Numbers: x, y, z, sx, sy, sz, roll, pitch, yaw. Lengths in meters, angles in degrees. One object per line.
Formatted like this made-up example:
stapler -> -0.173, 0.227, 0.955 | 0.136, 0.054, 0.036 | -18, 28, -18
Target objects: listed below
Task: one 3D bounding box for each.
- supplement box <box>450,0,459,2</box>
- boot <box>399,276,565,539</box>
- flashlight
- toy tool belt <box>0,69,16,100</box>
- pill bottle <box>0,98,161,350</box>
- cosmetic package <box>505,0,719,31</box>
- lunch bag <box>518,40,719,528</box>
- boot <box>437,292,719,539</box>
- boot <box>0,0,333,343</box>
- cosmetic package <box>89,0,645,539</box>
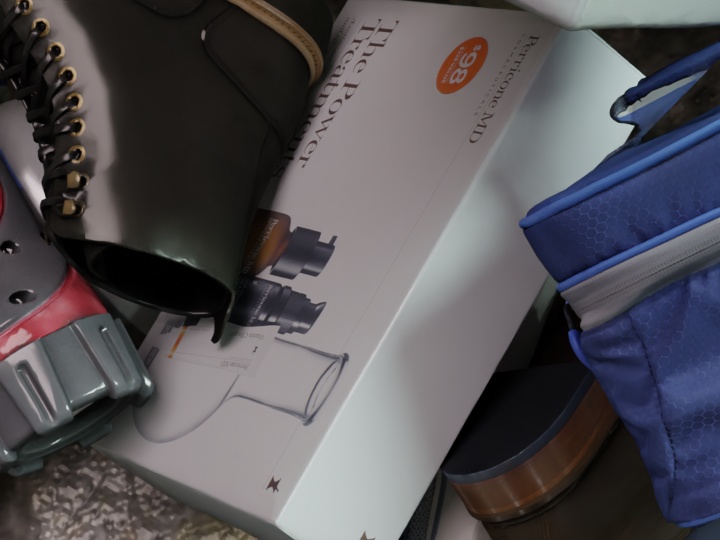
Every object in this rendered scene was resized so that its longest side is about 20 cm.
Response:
supplement box -> 0.063, -0.225, 1.114 | 0.200, 0.074, 0.126 | -43, 57, 3
boot -> 0.029, 0.083, 1.000 | 0.090, 0.073, 0.201 | -13, 63, 43
flashlight -> -0.150, -0.026, 0.986 | 0.068, 0.068, 0.200 | -27, 80, -23
toy tool belt -> -0.169, -0.112, 1.118 | 0.123, 0.200, 0.125 | -17, 105, 7
pill bottle -> -0.141, 0.005, 1.077 | 0.200, 0.114, 0.114 | -37, 57, 5
cosmetic package -> 0.053, -0.176, 0.791 | 0.166, 0.200, 0.168 | 26, 104, 19
lunch bag -> 0.149, -0.016, 0.857 | 0.200, 0.136, 0.133 | -26, 90, 29
boot -> 0.112, 0.045, 0.978 | 0.200, 0.097, 0.075 | -44, 24, -30
boot -> -0.113, -0.071, 0.965 | 0.199, 0.077, 0.139 | 20, 59, -11
cosmetic package -> 0.000, 0.000, 0.976 | 0.151, 0.052, 0.200 | 15, 72, 57
